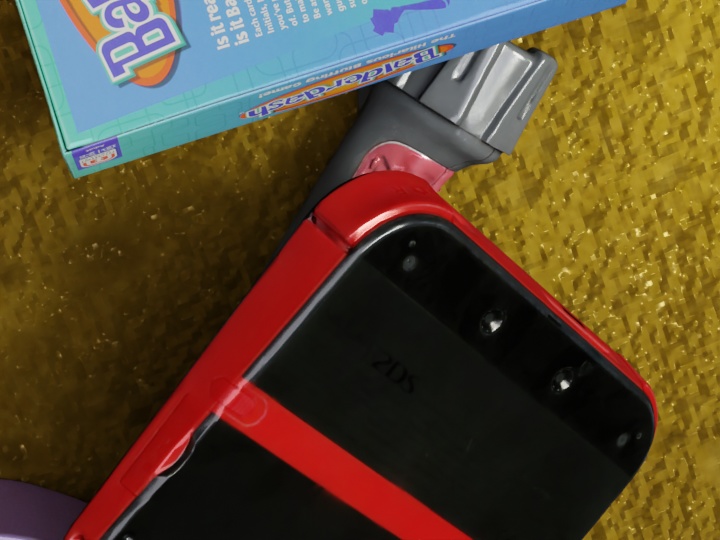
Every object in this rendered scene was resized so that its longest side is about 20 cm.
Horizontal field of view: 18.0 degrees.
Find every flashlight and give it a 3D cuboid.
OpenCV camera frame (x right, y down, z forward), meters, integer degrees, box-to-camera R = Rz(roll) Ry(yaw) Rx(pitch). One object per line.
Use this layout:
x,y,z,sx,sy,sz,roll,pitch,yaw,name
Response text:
0.000,0.000,0.806,0.068,0.068,0.200,31,97,-14,flashlight

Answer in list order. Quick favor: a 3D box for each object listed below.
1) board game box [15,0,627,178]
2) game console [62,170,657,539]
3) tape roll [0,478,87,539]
-0.025,-0.134,0.756,0.200,0.045,0.152,-17,83,-5,board game box
0.008,0.073,0.797,0.177,0.031,0.200,-50,134,2,game console
-0.144,0.180,0.825,0.200,0.066,0.200,-2,104,-8,tape roll
